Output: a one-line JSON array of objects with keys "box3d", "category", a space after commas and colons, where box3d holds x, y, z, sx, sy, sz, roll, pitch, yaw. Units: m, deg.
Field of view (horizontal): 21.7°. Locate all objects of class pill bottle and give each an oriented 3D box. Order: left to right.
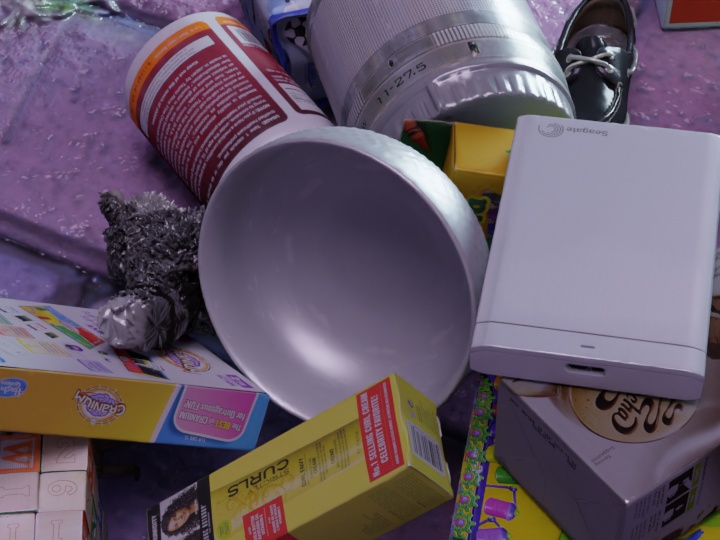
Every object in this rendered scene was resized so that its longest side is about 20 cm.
[{"box3d": [-0.080, -0.090, 1.378, 0.113, 0.113, 0.200, -27, 55, -21], "category": "pill bottle"}]

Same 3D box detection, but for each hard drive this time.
[{"box3d": [0.145, -0.013, 1.119, 0.131, 0.027, 0.201, 7, 46, 9], "category": "hard drive"}]

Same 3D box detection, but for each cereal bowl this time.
[{"box3d": [0.000, 0.000, 1.202, 0.199, 0.201, 0.083, 26, 29, 20], "category": "cereal bowl"}]

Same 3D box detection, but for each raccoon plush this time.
[{"box3d": [-0.155, -0.009, 1.268, 0.133, 0.097, 0.200, 12, 7, 26], "category": "raccoon plush"}]

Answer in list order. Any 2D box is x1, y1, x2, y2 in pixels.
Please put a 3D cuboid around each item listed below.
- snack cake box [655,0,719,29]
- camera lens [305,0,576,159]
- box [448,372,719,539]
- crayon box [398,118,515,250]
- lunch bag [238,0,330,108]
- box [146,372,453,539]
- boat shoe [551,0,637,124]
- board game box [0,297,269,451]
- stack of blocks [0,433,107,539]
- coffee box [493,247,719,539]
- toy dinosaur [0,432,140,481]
[{"box3d": [0.343, -0.264, 1.526, 0.199, 0.115, 0.067, -3, 50, -3], "category": "snack cake box"}, {"box3d": [0.056, -0.136, 1.333, 0.159, 0.160, 0.200, -12, 48, -10], "category": "camera lens"}, {"box3d": [0.156, 0.153, 1.173, 0.192, 0.122, 0.201, 9, 50, 7], "category": "box"}, {"box3d": [0.115, -0.027, 1.246, 0.199, 0.127, 0.051, 7, 44, -5], "category": "crayon box"}, {"box3d": [0.007, -0.231, 1.491, 0.199, 0.124, 0.170, -19, 50, -7], "category": "lunch bag"}, {"box3d": [-0.040, 0.144, 1.156, 0.199, 0.050, 0.076, -29, 46, 23], "category": "box"}, {"box3d": [0.177, -0.152, 1.431, 0.074, 0.061, 0.200, 8, 33, 14], "category": "boat shoe"}, {"box3d": [-0.180, 0.062, 1.197, 0.199, 0.041, 0.153, 9, 13, -35], "category": "board game box"}, {"box3d": [-0.188, 0.211, 1.125, 0.058, 0.115, 0.201, -2, 51, -2], "category": "stack of blocks"}, {"box3d": [0.191, 0.076, 1.107, 0.199, 0.080, 0.113, -28, 53, -23], "category": "coffee box"}, {"box3d": [-0.211, 0.104, 1.265, 0.199, 0.058, 0.101, 14, 36, 1], "category": "toy dinosaur"}]
